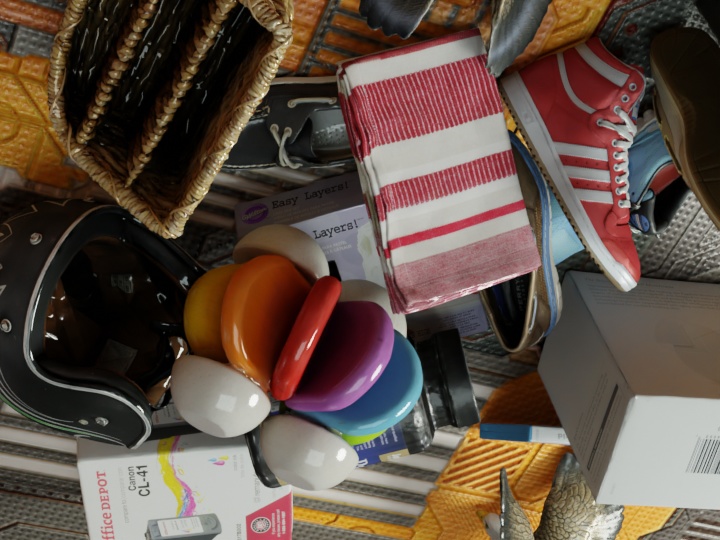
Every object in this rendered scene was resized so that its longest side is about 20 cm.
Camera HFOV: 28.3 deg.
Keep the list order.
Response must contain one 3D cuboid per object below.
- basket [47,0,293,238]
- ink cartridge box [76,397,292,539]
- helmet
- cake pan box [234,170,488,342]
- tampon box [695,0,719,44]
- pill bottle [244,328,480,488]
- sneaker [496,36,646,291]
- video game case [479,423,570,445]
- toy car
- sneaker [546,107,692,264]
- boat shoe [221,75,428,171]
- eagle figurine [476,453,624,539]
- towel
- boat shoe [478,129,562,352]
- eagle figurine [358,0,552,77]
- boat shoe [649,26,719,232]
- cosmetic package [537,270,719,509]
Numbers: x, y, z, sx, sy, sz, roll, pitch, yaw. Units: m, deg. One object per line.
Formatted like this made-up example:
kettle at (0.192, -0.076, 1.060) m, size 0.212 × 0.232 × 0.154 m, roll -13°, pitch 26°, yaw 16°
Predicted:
basket at (-0.148, -0.155, 1.033) m, size 0.142 × 0.149 × 0.200 m, roll 25°, pitch 121°, yaw -18°
ink cartridge box at (-0.166, 0.194, 1.374) m, size 0.198 × 0.086 × 0.148 m, roll -5°, pitch 131°, yaw -7°
helmet at (-0.227, 0.037, 1.164) m, size 0.190 × 0.200 × 0.200 m, roll 32°, pitch 120°, yaw -8°
cake pan box at (0.000, 0.000, 1.262) m, size 0.199 × 0.052 × 0.185 m, roll -14°, pitch 129°, yaw 3°
tampon box at (0.375, -0.144, 1.104) m, size 0.126 × 0.201 × 0.150 m, roll -33°, pitch 128°, yaw 18°
pill bottle at (0.000, 0.115, 1.254) m, size 0.199 × 0.112 × 0.112 m, roll -14°, pitch 131°, yaw 4°
sneaker at (0.204, -0.091, 1.155) m, size 0.112 × 0.071 × 0.201 m, roll -29°, pitch 89°, yaw 9°
video game case at (0.232, 0.164, 1.398) m, size 0.198 × 0.018 × 0.143 m, roll 5°, pitch 173°, yaw -14°
toy car at (-0.036, 0.063, 1.114) m, size 0.200 × 0.176 × 0.150 m, roll 35°, pitch 153°, yaw -22°
sneaker at (0.219, -0.061, 1.217) m, size 0.200 × 0.090 × 0.078 m, roll -37°, pitch 132°, yaw 23°
boat shoe at (-0.039, -0.113, 1.153) m, size 0.198 × 0.061 × 0.074 m, roll -9°, pitch 132°, yaw -1°
eagle figurine at (0.178, 0.290, 1.481) m, size 0.150 × 0.152 × 0.201 m, roll 25°, pitch 130°, yaw -2°
towel at (0.064, -0.079, 1.119) m, size 0.143 × 0.023 × 0.201 m, roll -18°, pitch 97°, yaw -30°
boat shoe at (0.123, -0.025, 1.206) m, size 0.072 × 0.072 × 0.201 m, roll -9°, pitch 110°, yaw 31°
eagle figurine at (0.102, -0.244, 1.046) m, size 0.152 × 0.151 × 0.200 m, roll 55°, pitch 147°, yaw 1°
boat shoe at (0.280, -0.100, 1.131) m, size 0.073 × 0.201 × 0.067 m, roll -11°, pitch 148°, yaw 1°
cosmetic package at (0.289, 0.107, 1.294) m, size 0.198 × 0.200 × 0.124 m, roll 5°, pitch 121°, yaw -13°
